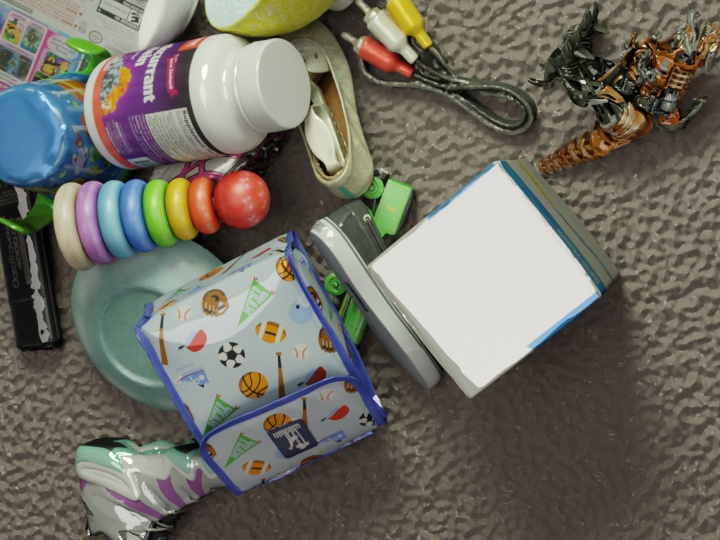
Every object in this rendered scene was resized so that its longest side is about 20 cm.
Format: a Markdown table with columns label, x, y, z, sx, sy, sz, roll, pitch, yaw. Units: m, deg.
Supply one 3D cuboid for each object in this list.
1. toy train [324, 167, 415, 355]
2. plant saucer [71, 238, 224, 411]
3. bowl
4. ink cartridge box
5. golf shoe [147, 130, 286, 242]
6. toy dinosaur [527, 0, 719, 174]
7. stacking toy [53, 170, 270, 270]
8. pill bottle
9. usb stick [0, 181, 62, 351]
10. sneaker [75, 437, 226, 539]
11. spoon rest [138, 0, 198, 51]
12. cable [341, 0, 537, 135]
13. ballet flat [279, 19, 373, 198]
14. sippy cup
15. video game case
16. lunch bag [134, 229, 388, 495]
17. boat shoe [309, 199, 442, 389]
| label | x | y | z | sx | sy | sz | roll | pitch | yaw |
| --- | --- | --- | --- | --- | --- | --- | --- | --- | --- |
| toy train | 0.000 | 0.000 | 1.440 | 0.056 | 0.042 | 0.200 | 21 | 98 | 5 |
| plant saucer | -0.202 | 0.059 | 1.470 | 0.201 | 0.039 | 0.201 | 7 | 115 | 15 |
| bowl | -0.053 | -0.300 | 1.395 | 0.108 | 0.200 | 0.200 | 19 | 101 | -28 |
| ink cartridge box | 0.124 | 0.001 | 1.315 | 0.147 | 0.200 | 0.145 | -40 | 85 | 14 |
| golf shoe | -0.162 | -0.096 | 1.466 | 0.200 | 0.073 | 0.092 | -41 | 81 | 14 |
| toy dinosaur | 0.229 | -0.160 | 1.337 | 0.136 | 0.102 | 0.200 | 41 | 100 | -4 |
| stacking toy | -0.183 | -0.058 | 1.404 | 0.200 | 0.085 | 0.086 | -11 | 89 | 9 |
| pill bottle | -0.151 | -0.160 | 1.392 | 0.200 | 0.111 | 0.112 | -6 | 91 | 33 |
| usb stick | -0.348 | -0.014 | 1.550 | 0.055 | 0.033 | 0.200 | -10 | 90 | 24 |
| sneaker | -0.191 | 0.242 | 1.496 | 0.200 | 0.078 | 0.140 | 0 | 95 | 25 |
| spoon rest | -0.169 | -0.295 | 1.419 | 0.061 | 0.099 | 0.200 | 24 | 120 | -23 |
| cable | 0.068 | -0.181 | 1.402 | 0.200 | 0.050 | 0.097 | 42 | 120 | 8 |
| ballet flat | -0.038 | -0.162 | 1.410 | 0.067 | 0.062 | 0.200 | -29 | 70 | 21 |
| sippy cup | -0.302 | -0.130 | 1.456 | 0.139 | 0.130 | 0.178 | -10 | 91 | 17 |
| video game case | -0.317 | -0.226 | 1.536 | 0.200 | 0.024 | 0.182 | 27 | 100 | 13 |
| lunch bag | -0.088 | 0.093 | 1.381 | 0.170 | 0.124 | 0.200 | -25 | 102 | 6 |
| boat shoe | 0.028 | 0.024 | 1.395 | 0.057 | 0.069 | 0.200 | -39 | 111 | -12 |
